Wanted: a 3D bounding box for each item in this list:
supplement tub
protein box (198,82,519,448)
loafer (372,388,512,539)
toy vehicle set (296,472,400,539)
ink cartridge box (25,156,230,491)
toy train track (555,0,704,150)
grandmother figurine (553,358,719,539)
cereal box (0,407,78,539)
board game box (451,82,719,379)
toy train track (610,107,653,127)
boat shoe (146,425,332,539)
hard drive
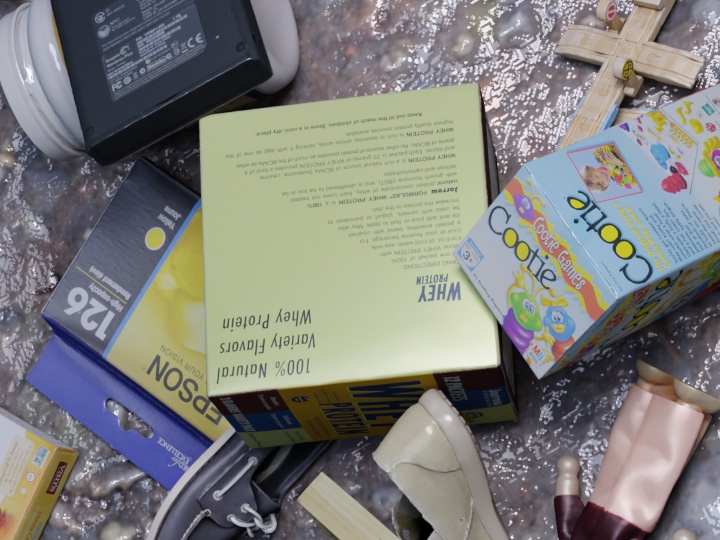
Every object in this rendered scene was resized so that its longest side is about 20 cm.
[{"bbox_3d":[-0.161,-0.173,1.492,0.199,0.144,0.146,-20,72,18],"label":"supplement tub"},{"bbox_3d":[0.000,0.000,1.359,0.197,0.135,0.202,-6,69,8],"label":"protein box"},{"bbox_3d":[0.058,0.169,1.311,0.068,0.201,0.076,-24,28,-6],"label":"loafer"},{"bbox_3d":[0.049,0.222,1.295,0.027,0.124,0.200,-45,48,-9],"label":"toy vehicle set"},{"bbox_3d":[-0.145,0.046,1.495,0.197,0.047,0.201,33,90,24],"label":"ink cartridge box"},{"bbox_3d":[0.163,-0.121,1.371,0.114,0.033,0.201,19,74,36],"label":"toy train track"},{"bbox_3d":[0.176,0.167,1.325,0.121,0.060,0.201,30,95,53],"label":"grandmother figurine"},{"bbox_3d":[-0.333,0.163,1.554,0.199,0.039,0.145,25,89,26],"label":"cereal box"},{"bbox_3d":[0.176,-0.028,1.268,0.105,0.199,0.103,56,141,15],"label":"board game box"},{"bbox_3d":[0.243,-0.095,1.361,0.198,0.032,0.116,9,83,26],"label":"toy train track"},{"bbox_3d":[-0.084,0.160,1.429,0.063,0.073,0.201,36,90,28],"label":"boat shoe"},{"bbox_3d":[-0.148,-0.187,1.383,0.139,0.033,0.201,-27,58,14],"label":"hard drive"}]
